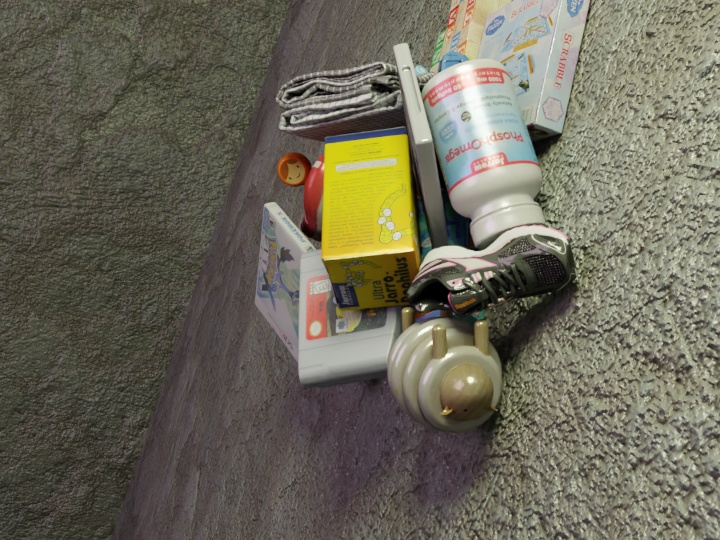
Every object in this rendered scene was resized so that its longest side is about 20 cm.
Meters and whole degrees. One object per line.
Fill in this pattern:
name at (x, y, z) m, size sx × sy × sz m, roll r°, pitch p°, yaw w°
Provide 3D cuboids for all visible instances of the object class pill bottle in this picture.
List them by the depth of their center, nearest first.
pill bottle at (0.145, -0.131, 0.923) m, size 0.109 × 0.109 × 0.200 m, roll -39°, pitch 62°, yaw 57°

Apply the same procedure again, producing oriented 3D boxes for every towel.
towel at (0.005, -0.238, 1.141) m, size 0.200 × 0.165 × 0.086 m, roll -6°, pitch 85°, yaw 32°

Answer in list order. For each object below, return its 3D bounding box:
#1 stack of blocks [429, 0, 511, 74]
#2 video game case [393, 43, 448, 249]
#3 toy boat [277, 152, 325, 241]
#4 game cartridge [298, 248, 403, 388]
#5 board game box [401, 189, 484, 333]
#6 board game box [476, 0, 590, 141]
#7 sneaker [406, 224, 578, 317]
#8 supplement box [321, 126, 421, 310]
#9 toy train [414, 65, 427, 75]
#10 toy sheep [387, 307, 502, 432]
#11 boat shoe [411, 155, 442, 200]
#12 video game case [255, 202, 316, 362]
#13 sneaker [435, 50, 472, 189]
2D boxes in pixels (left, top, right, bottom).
stack of blocks at (0.163, -0.348, 1.190) m, size 0.115 × 0.058 × 0.200 m, roll 162°, pitch 122°, yaw -67°
video game case at (0.075, -0.143, 0.983) m, size 0.200 × 0.022 × 0.183 m, roll 73°, pitch -173°, yaw -50°
toy boat at (-0.066, -0.130, 1.203) m, size 0.131 × 0.131 × 0.200 m, roll -58°, pitch 4°, yaw -11°
game cartridge at (-0.013, 0.048, 1.022) m, size 0.041 × 0.133 × 0.200 m, roll 66°, pitch -163°, yaw -53°
board game box at (0.087, -0.004, 1.054) m, size 0.152 × 0.045 × 0.200 m, roll -21°, pitch 50°, yaw 35°
board game box at (0.205, -0.257, 1.026) m, size 0.200 × 0.041 × 0.200 m, roll 179°, pitch 105°, yaw -69°
sneaker at (0.134, 0.016, 0.852) m, size 0.200 × 0.080 × 0.086 m, roll -16°, pitch 22°, yaw 44°
supplement box at (0.016, -0.065, 0.998) m, size 0.109 × 0.109 × 0.200 m, roll 74°, pitch -167°, yaw -53°
toy train at (0.075, -0.218, 1.287) m, size 0.200 × 0.056 × 0.150 m, roll -54°, pitch 48°, yaw 39°
toy sheep at (0.092, 0.111, 0.903) m, size 0.200 × 0.138 × 0.138 m, roll -145°, pitch 73°, yaw -73°
boat shoe at (0.063, -0.139, 1.189) m, size 0.202 × 0.075 × 0.075 m, roll 31°, pitch 113°, yaw 50°
video game case at (-0.106, 0.028, 1.216) m, size 0.182 × 0.022 × 0.200 m, roll 48°, pitch 140°, yaw 38°
sneaker at (0.118, -0.198, 1.048) m, size 0.083 × 0.071 × 0.200 m, roll -27°, pitch 56°, yaw 57°
